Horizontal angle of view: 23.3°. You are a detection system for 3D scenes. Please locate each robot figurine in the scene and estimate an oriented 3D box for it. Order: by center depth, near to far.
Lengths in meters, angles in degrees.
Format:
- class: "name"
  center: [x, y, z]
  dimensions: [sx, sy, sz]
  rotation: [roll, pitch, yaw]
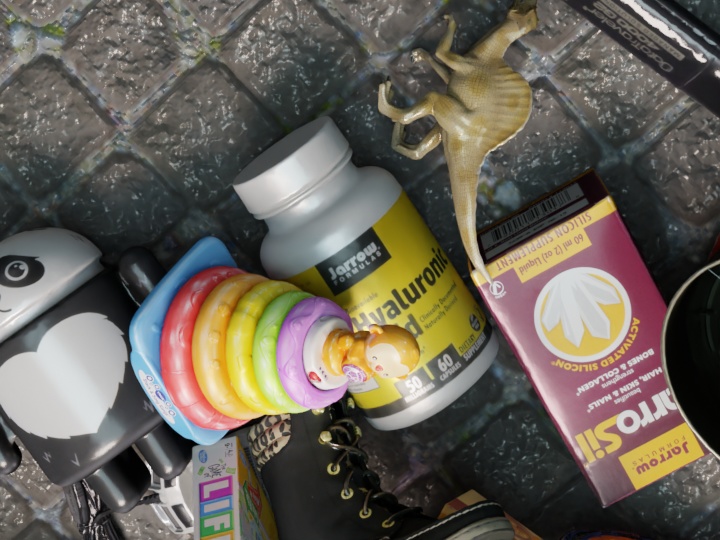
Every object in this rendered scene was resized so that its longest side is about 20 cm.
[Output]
- class: "robot figurine"
  center: [-0.196, 0.067, 1.201]
  dimensions: [0.150, 0.125, 0.201]
  rotation: [-37, 95, -32]

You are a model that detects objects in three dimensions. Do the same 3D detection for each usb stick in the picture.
- class: "usb stick"
  center: [0.195, -0.166, 1.178]
  dimensions: [0.199, 0.055, 0.033]
  rotation: [35, 60, -9]

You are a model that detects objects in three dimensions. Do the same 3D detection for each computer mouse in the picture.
- class: "computer mouse"
  center: [-0.119, 0.157, 1.281]
  dimensions: [0.198, 0.044, 0.111]
  rotation: [-13, 102, 10]

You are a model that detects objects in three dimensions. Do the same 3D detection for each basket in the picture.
- class: "basket"
  center: [0.271, 0.045, 1.117]
  dimensions: [0.180, 0.200, 0.136]
  rotation: [37, 104, -1]

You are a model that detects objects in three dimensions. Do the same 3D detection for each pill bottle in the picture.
- class: "pill bottle"
  center: [0.000, 0.000, 1.195]
  dimensions: [0.111, 0.111, 0.201]
  rotation: [-32, 103, 10]

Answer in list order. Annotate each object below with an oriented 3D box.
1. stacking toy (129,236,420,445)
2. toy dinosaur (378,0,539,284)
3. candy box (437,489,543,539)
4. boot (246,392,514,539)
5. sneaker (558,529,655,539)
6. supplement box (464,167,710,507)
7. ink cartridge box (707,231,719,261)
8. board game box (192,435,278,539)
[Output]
- class: "stacking toy"
  center: [-0.041, 0.051, 1.113]
  dimensions: [0.199, 0.110, 0.117]
  rotation: [1, 132, 41]
- class: "toy dinosaur"
  center: [0.065, -0.100, 1.164]
  dimensions: [0.100, 0.058, 0.202]
  rotation: [9, 80, 24]
- class: "candy box"
  center: [0.066, 0.266, 1.184]
  dimensions: [0.115, 0.055, 0.201]
  rotation: [33, 106, 17]
- class: "boot"
  center: [0.003, 0.146, 1.149]
  dimensions: [0.203, 0.073, 0.155]
  rotation: [-34, 64, 40]
- class: "sneaker"
  center: [0.227, 0.228, 1.286]
  dimensions: [0.199, 0.078, 0.076]
  rotation: [24, 93, -24]
- class: "supplement box"
  center: [0.166, 0.047, 1.221]
  dimensions: [0.110, 0.086, 0.201]
  rotation: [-28, 105, 8]
- class: "ink cartridge box"
  center: [0.353, -0.020, 1.223]
  dimensions: [0.198, 0.044, 0.175]
  rotation: [18, 105, -5]
- class: "board game box"
  center: [-0.069, 0.232, 1.214]
  dimensions: [0.034, 0.135, 0.201]
  rotation: [-14, 133, 7]
